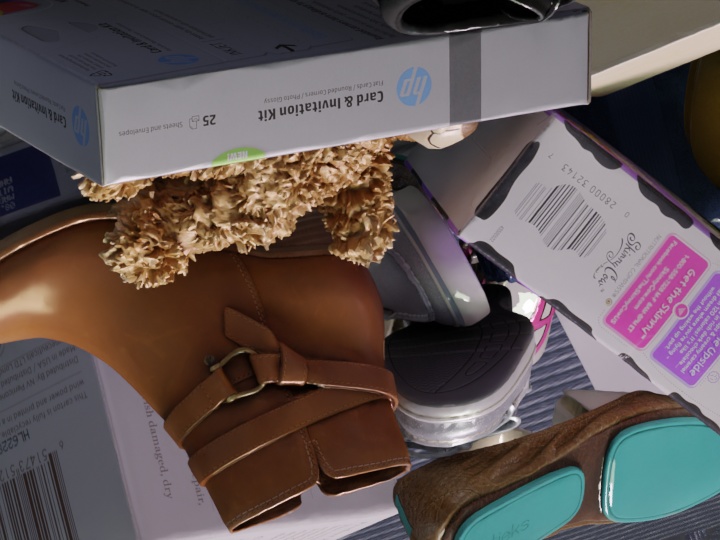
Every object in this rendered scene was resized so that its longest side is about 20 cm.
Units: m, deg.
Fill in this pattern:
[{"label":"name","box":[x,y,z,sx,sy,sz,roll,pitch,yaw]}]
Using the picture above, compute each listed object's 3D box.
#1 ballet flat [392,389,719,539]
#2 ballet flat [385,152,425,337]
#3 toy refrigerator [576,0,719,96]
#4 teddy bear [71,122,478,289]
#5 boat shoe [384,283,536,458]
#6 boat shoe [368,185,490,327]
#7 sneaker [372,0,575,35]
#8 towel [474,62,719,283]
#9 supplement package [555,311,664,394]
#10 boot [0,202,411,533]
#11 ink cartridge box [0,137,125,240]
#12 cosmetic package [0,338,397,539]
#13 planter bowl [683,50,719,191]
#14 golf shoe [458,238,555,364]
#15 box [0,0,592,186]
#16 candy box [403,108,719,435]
[{"label":"ballet flat","box":[0.098,0.094,1.450,0.199,0.072,0.068,-18,128,-32]},{"label":"ballet flat","box":[0.012,0.007,1.620,0.068,0.067,0.200,13,156,12]},{"label":"toy refrigerator","box":[0.169,-0.141,1.257,0.199,0.070,0.076,-21,174,21]},{"label":"teddy bear","box":[-0.026,-0.057,1.270,0.199,0.146,0.067,-9,-150,-16]},{"label":"boat shoe","box":[0.048,0.054,1.433,0.074,0.065,0.202,-7,-169,1]},{"label":"boat shoe","box":[-0.001,-0.001,1.436,0.071,0.070,0.201,-33,-160,-11]},{"label":"sneaker","box":[0.079,-0.145,1.038,0.199,0.100,0.071,-22,165,17]},{"label":"towel","box":[0.145,-0.068,1.487,0.199,0.112,0.049,-16,-153,-3]},{"label":"supplement package","box":[0.215,-0.007,1.655,0.200,0.156,0.111,-29,178,44]},{"label":"boot","box":[-0.083,0.045,1.328,0.199,0.155,0.074,-17,167,-7]},{"label":"ink cartridge box","box":[-0.101,-0.036,1.416,0.199,0.041,0.200,-19,168,9]},{"label":"cosmetic package","box":[-0.117,0.088,1.649,0.199,0.167,0.167,-3,162,-47]},{"label":"planter bowl","box":[0.203,-0.090,1.383,0.083,0.201,0.200,16,179,21]},{"label":"golf shoe","box":[0.096,-0.010,1.616,0.092,0.073,0.200,-17,148,-7]},{"label":"box","box":[-0.037,-0.082,1.121,0.199,0.041,0.156,-10,-160,-27]},{"label":"candy box","box":[0.128,-0.003,1.378,0.072,0.200,0.168,-52,-166,6]}]
